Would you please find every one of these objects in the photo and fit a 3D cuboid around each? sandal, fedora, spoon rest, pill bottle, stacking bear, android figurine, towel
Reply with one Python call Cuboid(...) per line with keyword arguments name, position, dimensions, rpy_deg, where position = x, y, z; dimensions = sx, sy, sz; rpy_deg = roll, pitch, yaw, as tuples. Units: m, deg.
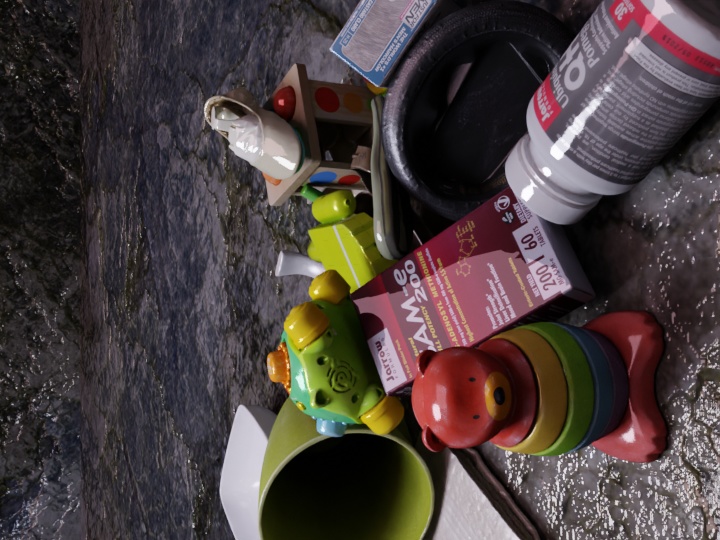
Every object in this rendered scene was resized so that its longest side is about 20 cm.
Cuboid(name="sandal", position=(0.016, -0.097, 0.817), dimensions=(0.057, 0.080, 0.203), rpy_deg=(-15, 47, 22))
Cuboid(name="fedora", position=(0.115, -0.149, 0.767), dimensions=(0.092, 0.197, 0.204), rpy_deg=(-75, -1, -69))
Cuboid(name="spoon rest", position=(-0.035, 0.036, 1.101), dimensions=(0.200, 0.060, 0.101), rpy_deg=(41, 126, 37))
Cuboid(name="pill bottle", position=(0.197, -0.130, 0.633), dimensions=(0.201, 0.109, 0.112), rpy_deg=(-56, 44, 43))
Cuboid(name="stacking bear", position=(0.131, 0.095, 0.655), dimensions=(0.113, 0.197, 0.124), rpy_deg=(-5, 85, 59))
Cuboid(name="android figurine", position=(0.000, 0.000, 0.917), dimensions=(0.184, 0.041, 0.199), rpy_deg=(66, 158, -7))
Cuboid(name="towel", position=(0.107, 0.263, 0.860), dimensions=(0.200, 0.034, 0.134), rpy_deg=(50, 132, 49))

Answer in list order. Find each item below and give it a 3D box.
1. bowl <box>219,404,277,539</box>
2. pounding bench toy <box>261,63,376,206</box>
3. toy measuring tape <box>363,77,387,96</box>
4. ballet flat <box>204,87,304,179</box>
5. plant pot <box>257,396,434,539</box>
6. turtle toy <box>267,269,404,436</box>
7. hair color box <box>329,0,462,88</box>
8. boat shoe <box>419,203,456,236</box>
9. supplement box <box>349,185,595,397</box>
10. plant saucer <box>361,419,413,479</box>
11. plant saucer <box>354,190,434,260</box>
Cuboid(name="bowl", position=(-0.136, 0.321, 1.239), dimensions=(0.200, 0.074, 0.202), rpy_deg=(48, 129, 51))
Cuboid(name="pounding bench toy", position=(-0.035, -0.121, 0.991), dimensions=(0.124, 0.154, 0.203), rpy_deg=(-36, 59, 54))
Cuboid(name="toy measuring tape", position=(0.040, -0.273, 0.951), dimensions=(0.073, 0.073, 0.204), rpy_deg=(24, 110, 57))
Cuboid(name="ballet flat", position=(-0.129, -0.156, 0.935), dimensions=(0.200, 0.068, 0.070), rpy_deg=(44, 126, 51))
Cuboid(name="plant pot", position=(-0.033, 0.211, 0.928), dimensions=(0.200, 0.184, 0.190), rpy_deg=(-123, 42, -67))
Cuboid(name="turtle toy", position=(-0.023, 0.083, 0.823), dimensions=(0.101, 0.200, 0.146), rpy_deg=(-36, 100, 25))
Cuboid(name="hair color box", position=(0.044, -0.234, 0.807), dimensions=(0.060, 0.200, 0.101), rpy_deg=(37, 107, 4))
Cuboid(name="boat shoe", position=(0.094, -0.127, 0.863), dimensions=(0.067, 0.073, 0.203), rpy_deg=(-106, 19, -71))
Cuboid(name="supplement box", position=(0.094, 0.022, 0.742), dimensions=(0.199, 0.061, 0.110), rpy_deg=(-35, 63, 27))
Cuboid(name="plant saucer", position=(0.005, 0.250, 1.039), dimensions=(0.199, 0.031, 0.204), rpy_deg=(0, 90, 60))
Cuboid(name="plant saucer", position=(0.049, 0.004, 0.907), dimensions=(0.201, 0.032, 0.202), rpy_deg=(49, 153, 36))
